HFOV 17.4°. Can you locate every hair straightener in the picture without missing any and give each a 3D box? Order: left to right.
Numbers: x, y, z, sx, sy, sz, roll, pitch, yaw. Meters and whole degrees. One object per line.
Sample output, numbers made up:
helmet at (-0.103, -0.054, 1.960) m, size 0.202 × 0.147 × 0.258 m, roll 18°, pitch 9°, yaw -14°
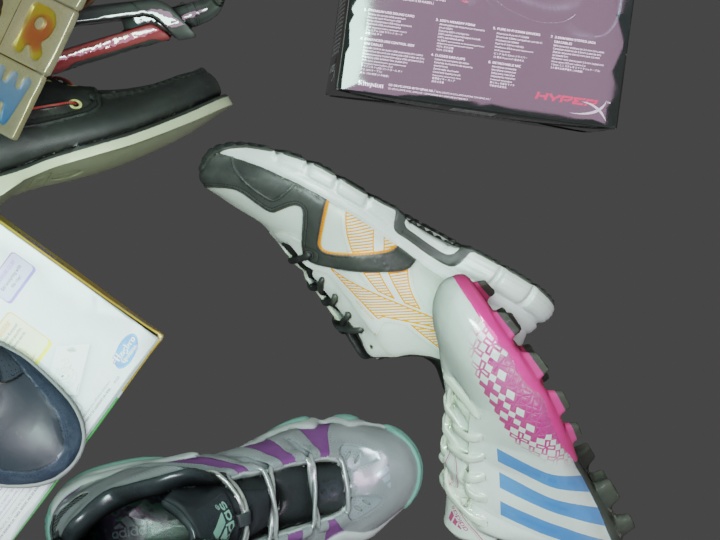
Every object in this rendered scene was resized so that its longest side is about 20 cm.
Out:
hair straightener at (-0.160, -0.139, 1.211) m, size 0.200 × 0.041 × 0.077 m, roll -16°, pitch 93°, yaw 1°

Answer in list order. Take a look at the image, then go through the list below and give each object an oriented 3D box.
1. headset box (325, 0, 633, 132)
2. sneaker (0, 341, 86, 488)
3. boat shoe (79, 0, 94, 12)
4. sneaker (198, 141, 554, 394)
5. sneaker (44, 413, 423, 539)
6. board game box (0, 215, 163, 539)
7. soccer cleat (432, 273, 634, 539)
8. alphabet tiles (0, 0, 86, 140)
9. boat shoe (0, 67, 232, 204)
headset box at (0.069, -0.180, 1.216) m, size 0.148 × 0.075 × 0.200 m, roll 7°, pitch 91°, yaw -6°
sneaker at (-0.224, 0.050, 1.121) m, size 0.202 × 0.146 × 0.077 m, roll 29°, pitch 87°, yaw -7°
boat shoe at (-0.164, -0.152, 1.148) m, size 0.200 × 0.068 × 0.072 m, roll -27°, pitch 99°, yaw 13°
sneaker at (0.000, 0.000, 1.218) m, size 0.200 × 0.074 × 0.080 m, roll 30°, pitch 91°, yaw -5°
sneaker at (-0.060, 0.125, 1.181) m, size 0.200 × 0.140 × 0.078 m, roll -14°, pitch 93°, yaw -4°
board game box at (-0.226, 0.035, 1.213) m, size 0.200 × 0.040 × 0.153 m, roll 37°, pitch 88°, yaw -5°
soccer cleat at (0.070, 0.092, 1.197) m, size 0.086 × 0.070 × 0.200 m, roll -31°, pitch 124°, yaw 1°
alphabet tiles at (-0.192, -0.151, 1.123) m, size 0.166 × 0.006 × 0.200 m, roll 28°, pitch 92°, yaw 32°
boat shoe at (-0.159, -0.071, 1.182) m, size 0.201 × 0.074 × 0.063 m, roll -20°, pitch 85°, yaw -25°
